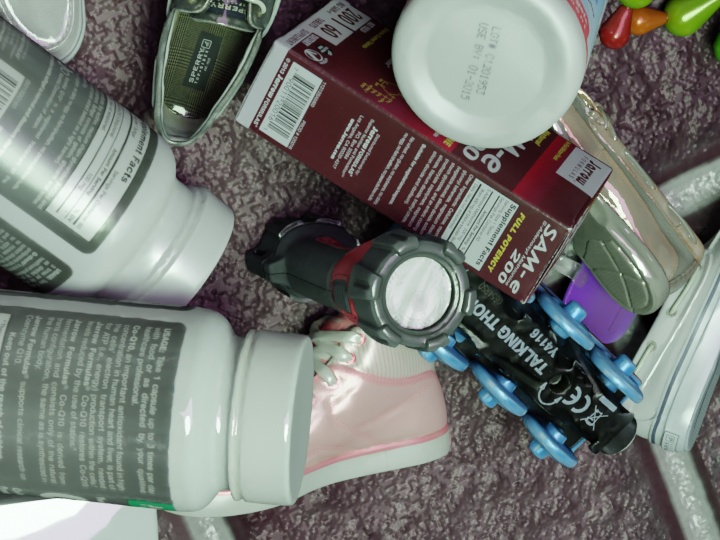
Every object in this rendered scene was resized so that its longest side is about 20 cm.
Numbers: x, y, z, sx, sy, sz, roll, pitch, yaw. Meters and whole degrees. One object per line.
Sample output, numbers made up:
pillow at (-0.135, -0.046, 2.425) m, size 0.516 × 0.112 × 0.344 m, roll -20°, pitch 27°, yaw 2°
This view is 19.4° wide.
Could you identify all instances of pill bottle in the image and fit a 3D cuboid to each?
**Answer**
pill bottle at (-0.131, 0.073, 1.163) m, size 0.200 × 0.113 × 0.113 m, roll 5°, pitch 97°, yaw 6°
pill bottle at (0.089, -0.160, 1.230) m, size 0.109 × 0.200 × 0.109 m, roll 6°, pitch 121°, yaw 10°
pill bottle at (-0.179, -0.054, 1.201) m, size 0.200 × 0.116 × 0.116 m, roll 37°, pitch 85°, yaw -21°

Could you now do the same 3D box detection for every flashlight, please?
flashlight at (0.000, 0.000, 1.226) m, size 0.068 × 0.200 × 0.068 m, roll 37°, pitch 85°, yaw -20°

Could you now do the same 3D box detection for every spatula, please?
spatula at (0.106, -0.018, 1.356) m, size 0.200 × 0.021 × 0.057 m, roll 32°, pitch 81°, yaw -19°

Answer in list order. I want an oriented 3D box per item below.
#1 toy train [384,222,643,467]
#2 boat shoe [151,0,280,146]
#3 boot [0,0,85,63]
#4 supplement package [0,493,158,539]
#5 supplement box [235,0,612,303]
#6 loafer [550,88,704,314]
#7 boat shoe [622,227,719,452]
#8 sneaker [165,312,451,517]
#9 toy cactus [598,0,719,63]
toy train at (0.094, 0.037, 1.303) m, size 0.087 × 0.114 × 0.200 m, roll -45°, pitch 118°, yaw 8°
boat shoe at (-0.072, -0.156, 1.200) m, size 0.072 × 0.071 × 0.200 m, roll 11°, pitch 125°, yaw -9°
boot at (-0.199, -0.206, 1.181) m, size 0.073 × 0.096 × 0.200 m, roll -23°, pitch 105°, yaw -15°
supplement package at (-0.201, 0.217, 1.237) m, size 0.156 × 0.111 × 0.200 m, roll -5°, pitch 100°, yaw -18°
supplement box at (0.039, -0.073, 1.233) m, size 0.200 × 0.109 × 0.061 m, roll 33°, pitch 119°, yaw 5°
loafer at (0.144, -0.068, 1.335) m, size 0.063 × 0.072 × 0.200 m, roll -37°, pitch 96°, yaw -26°
boat shoe at (0.217, 0.017, 1.375) m, size 0.067 × 0.074 × 0.200 m, roll 21°, pitch 76°, yaw 16°
sneaker at (-0.039, 0.081, 1.291) m, size 0.200 × 0.075 × 0.105 m, roll -12°, pitch 107°, yaw -25°
toy cactus at (0.249, -0.203, 1.328) m, size 0.200 × 0.102 × 0.165 m, roll 0°, pitch 114°, yaw -20°
